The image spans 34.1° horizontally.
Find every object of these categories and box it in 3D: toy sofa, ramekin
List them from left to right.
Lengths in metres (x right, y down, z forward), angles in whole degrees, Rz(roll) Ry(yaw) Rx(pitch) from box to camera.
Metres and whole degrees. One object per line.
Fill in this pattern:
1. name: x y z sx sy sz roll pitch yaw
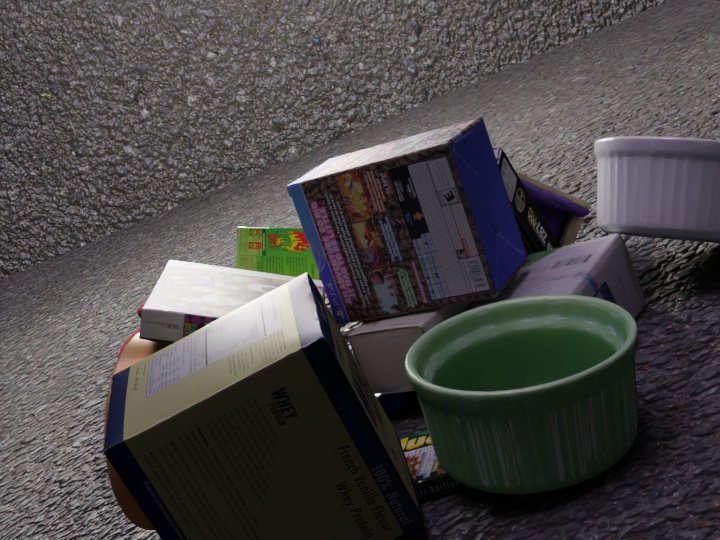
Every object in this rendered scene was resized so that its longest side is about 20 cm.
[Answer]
1. toy sofa: 0.180 -0.081 1.461 0.098 0.197 0.084 -139 72 -80
2. ramekin: 0.143 0.104 1.000 0.196 0.099 0.200 -12 18 4
3. ramekin: 0.345 -0.083 1.255 0.197 0.100 0.200 6 2 0

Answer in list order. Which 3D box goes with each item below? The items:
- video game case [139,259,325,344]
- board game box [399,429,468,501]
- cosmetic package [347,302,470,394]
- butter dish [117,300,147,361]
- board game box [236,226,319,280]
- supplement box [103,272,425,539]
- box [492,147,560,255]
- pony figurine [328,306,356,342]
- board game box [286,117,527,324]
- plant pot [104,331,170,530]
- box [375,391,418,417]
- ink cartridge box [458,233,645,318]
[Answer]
1. video game case: -0.125 0.039 1.211 0.178 0.036 0.200 8 14 -3
2. board game box: 0.046 0.184 1.092 0.197 0.024 0.105 -19 13 19
3. cosmetic package: 0.085 0.052 1.275 0.102 0.074 0.200 -10 18 36
4. butter dish: -0.259 0.108 1.607 0.197 0.150 0.200 -24 15 0
5. board game box: -0.098 0.020 1.386 0.100 0.048 0.201 1 33 -6
6. supplement box: -0.081 0.150 1.000 0.198 0.202 0.135 -27 23 3
7. box: 0.120 -0.057 1.329 0.159 0.200 0.050 -1 59 31
8. pony figurine: -0.090 0.080 1.480 0.190 0.170 0.200 -13 1 12
9. board game box: 0.049 -0.049 1.218 0.197 0.162 0.097 -11 16 33
10. plant pot: -0.128 0.156 1.172 0.180 0.204 0.200 -3 20 17
11. box: 0.023 0.129 1.301 0.198 0.033 0.121 -28 15 -14
12. ink cartridge box: 0.185 0.052 1.201 0.144 0.089 0.200 -13 16 38
